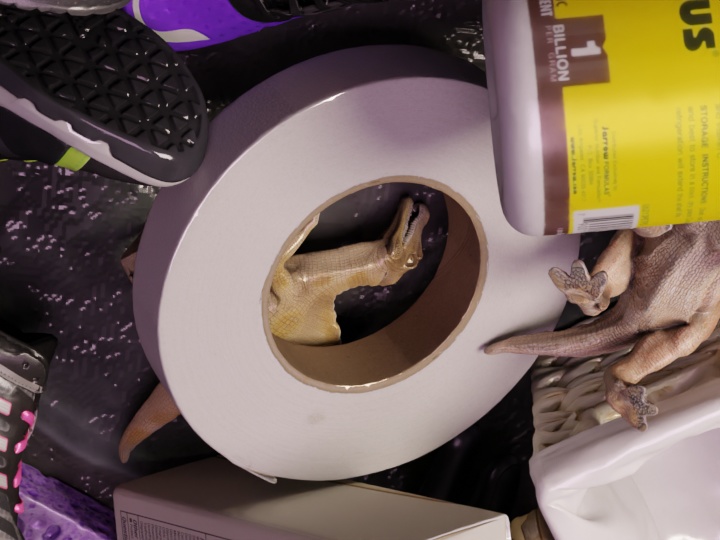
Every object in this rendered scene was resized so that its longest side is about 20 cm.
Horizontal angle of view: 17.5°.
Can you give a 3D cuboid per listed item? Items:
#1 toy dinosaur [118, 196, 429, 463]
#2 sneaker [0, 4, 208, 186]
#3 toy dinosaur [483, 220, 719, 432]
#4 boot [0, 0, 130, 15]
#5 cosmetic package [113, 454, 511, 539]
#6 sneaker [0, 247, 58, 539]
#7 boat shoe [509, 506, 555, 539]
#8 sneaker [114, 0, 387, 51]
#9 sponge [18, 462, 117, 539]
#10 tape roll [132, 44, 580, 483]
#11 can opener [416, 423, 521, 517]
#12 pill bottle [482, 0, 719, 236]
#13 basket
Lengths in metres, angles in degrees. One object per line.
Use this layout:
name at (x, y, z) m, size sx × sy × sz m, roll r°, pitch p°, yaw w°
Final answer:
toy dinosaur at (-0.060, 0.025, 1.056) m, size 0.200 × 0.058 × 0.101 m, roll -36°, pitch 118°, yaw 17°
sneaker at (-0.155, -0.076, 0.974) m, size 0.199 × 0.072 × 0.083 m, roll 25°, pitch 135°, yaw 9°
toy dinosaur at (0.150, -0.013, 1.015) m, size 0.086 × 0.136 × 0.200 m, roll 45°, pitch 121°, yaw -2°
boot at (-0.158, -0.191, 0.905) m, size 0.199 × 0.070 × 0.132 m, roll 24°, pitch 116°, yaw -10°
cosmetic package at (-0.022, 0.149, 1.040) m, size 0.073 × 0.200 × 0.104 m, roll -14°, pitch 104°, yaw -40°
sneaker at (-0.169, 0.066, 1.049) m, size 0.087 × 0.074 × 0.201 m, roll -22°, pitch 102°, yaw -12°
boat shoe at (0.076, 0.175, 1.111) m, size 0.067 × 0.072 × 0.200 m, roll -20°, pitch 149°, yaw 2°
sneaker at (-0.016, -0.136, 0.936) m, size 0.199 × 0.100 × 0.070 m, roll -25°, pitch 119°, yaw 14°
sponge at (-0.163, 0.156, 1.143) m, size 0.200 × 0.030 × 0.112 m, roll 31°, pitch 113°, yaw -20°
tape roll at (0.000, 0.000, 1.014) m, size 0.202 × 0.037 × 0.204 m, roll -13°, pitch 125°, yaw -20°
can opener at (0.033, 0.163, 1.153) m, size 0.063 × 0.079 × 0.201 m, roll 25°, pitch 120°, yaw 26°
pill bottle at (0.150, -0.075, 0.904) m, size 0.199 × 0.109 × 0.110 m, roll -6°, pitch 121°, yaw 1°
basket at (0.170, 0.112, 1.085) m, size 0.135 × 0.124 × 0.200 m, roll -24°, pitch 119°, yaw 11°
